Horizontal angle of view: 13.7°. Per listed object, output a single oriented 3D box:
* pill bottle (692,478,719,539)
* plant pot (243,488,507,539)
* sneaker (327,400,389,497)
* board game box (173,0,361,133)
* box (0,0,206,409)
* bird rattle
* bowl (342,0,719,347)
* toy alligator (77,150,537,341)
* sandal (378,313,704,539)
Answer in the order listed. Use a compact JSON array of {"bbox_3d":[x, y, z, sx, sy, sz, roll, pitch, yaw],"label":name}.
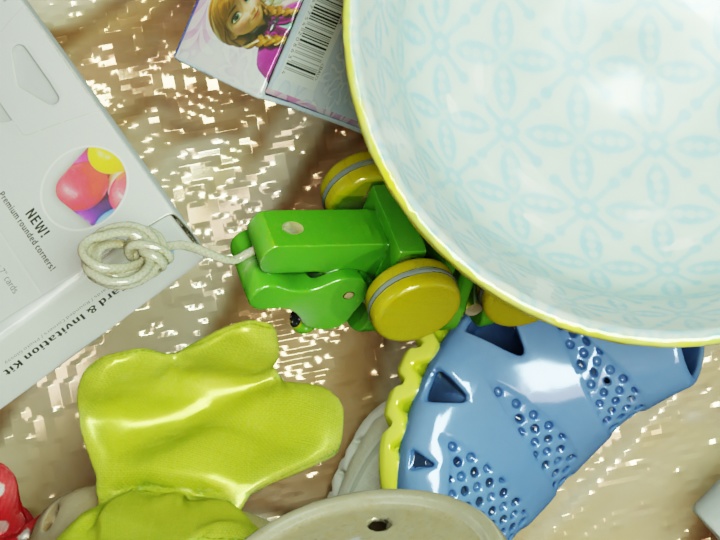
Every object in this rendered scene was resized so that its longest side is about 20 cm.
[{"bbox_3d":[0.220,0.047,1.081,0.200,0.112,0.112,-45,99,1],"label":"pill bottle"},{"bbox_3d":[0.018,0.176,0.928,0.187,0.187,0.200,-15,119,-4],"label":"plant pot"},{"bbox_3d":[0.017,0.146,1.088,0.075,0.081,0.200,6,95,-5],"label":"sneaker"},{"bbox_3d":[0.043,-0.135,1.007,0.041,0.199,0.200,26,94,32],"label":"board game box"},{"bbox_3d":[-0.175,-0.007,1.026,0.200,0.041,0.156,-37,61,0],"label":"box"},{"bbox_3d":[-0.073,0.113,1.028,0.163,0.200,0.113,35,49,-18],"label":"bird rattle"},{"bbox_3d":[0.089,-0.070,0.944,0.200,0.108,0.201,1,83,-4],"label":"bowl"},{"bbox_3d":[0.000,0.000,0.985,0.200,0.059,0.054,-7,142,-20],"label":"toy alligator"},{"bbox_3d":[0.082,0.023,1.045,0.200,0.087,0.079,-56,139,-12],"label":"sandal"}]
